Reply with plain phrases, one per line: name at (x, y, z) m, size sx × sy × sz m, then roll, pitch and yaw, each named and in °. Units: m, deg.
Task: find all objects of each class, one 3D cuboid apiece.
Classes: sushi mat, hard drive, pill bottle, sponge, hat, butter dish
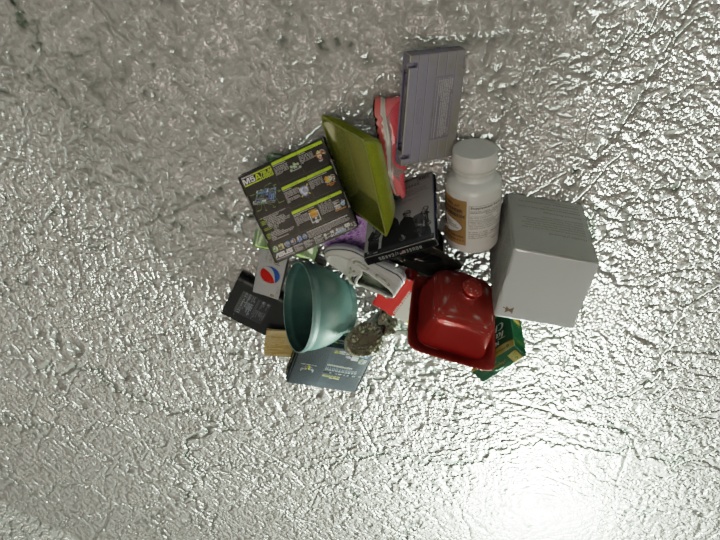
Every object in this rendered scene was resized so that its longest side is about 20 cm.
sushi mat at (-0.150, 0.190, 1.539) m, size 0.194 × 0.012 × 0.097 m, roll 6°, pitch 132°, yaw -12°
hard drive at (-0.236, 0.100, 1.507) m, size 0.196 × 0.033 × 0.141 m, roll 28°, pitch 125°, yaw -11°
pill bottle at (0.224, -0.149, 1.197) m, size 0.111 × 0.116 × 0.204 m, roll 1°, pitch 126°, yaw 8°
sponge at (-0.009, -0.077, 1.342) m, size 0.196 × 0.030 × 0.112 m, roll 28°, pitch 125°, yaw -11°
hat at (0.123, -0.059, 1.268) m, size 0.195 × 0.083 × 0.201 m, roll 12°, pitch 164°, yaw 3°
butter dish at (0.207, 0.075, 1.241) m, size 0.194 × 0.204 × 0.149 m, roll 15°, pitch 139°, yaw -5°

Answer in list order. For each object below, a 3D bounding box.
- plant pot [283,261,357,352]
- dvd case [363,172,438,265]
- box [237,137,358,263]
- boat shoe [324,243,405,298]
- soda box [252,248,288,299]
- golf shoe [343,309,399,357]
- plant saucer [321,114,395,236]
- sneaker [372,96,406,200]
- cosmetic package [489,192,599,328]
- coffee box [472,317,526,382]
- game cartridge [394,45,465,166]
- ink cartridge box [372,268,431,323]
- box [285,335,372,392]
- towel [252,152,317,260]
plant pot at (-0.087, 0.084, 1.389) m, size 0.131 × 0.203 × 0.203 m, roll 1°, pitch 133°, yaw -26°
dvd case at (0.081, -0.106, 1.198) m, size 0.147 × 0.203 × 0.025 m, roll -16°, pitch 131°, yaw 20°
box at (-0.126, -0.143, 1.238) m, size 0.195 × 0.048 × 0.197 m, roll -22°, pitch 101°, yaw 7°
boat shoe at (0.000, 0.000, 1.310) m, size 0.195 × 0.067 × 0.075 m, roll 17°, pitch 142°, yaw 20°
soda box at (-0.196, -0.035, 1.383) m, size 0.066 × 0.064 × 0.204 m, roll 16°, pitch 126°, yaw -3°
golf shoe at (0.011, 0.159, 1.417) m, size 0.096 × 0.198 × 0.080 m, roll -28°, pitch 88°, yaw 38°
plant saucer at (0.004, -0.196, 1.178) m, size 0.047 × 0.200 × 0.204 m, roll -26°, pitch 125°, yaw -15°
sneaker at (0.078, -0.237, 1.169) m, size 0.084 × 0.074 × 0.206 m, roll -10°, pitch 111°, yaw 4°
cosmetic package at (0.359, -0.023, 1.213) m, size 0.161 × 0.202 × 0.171 m, roll 9°, pitch 129°, yaw 2°
coffee box at (0.300, 0.137, 1.340) m, size 0.044 × 0.202 × 0.122 m, roll 38°, pitch 124°, yaw -21°
game cartridge at (0.127, -0.301, 1.108) m, size 0.127 × 0.038 × 0.205 m, roll -18°, pitch 128°, yaw -29°
ink cartridge box at (0.138, 0.066, 1.398) m, size 0.196 × 0.068 × 0.117 m, roll 27°, pitch 125°, yaw -11°
box at (-0.080, 0.234, 1.543) m, size 0.194 × 0.052 × 0.160 m, roll 12°, pitch 129°, yaw -16°
towel at (-0.144, -0.134, 1.274) m, size 0.145 × 0.031 × 0.206 m, roll 13°, pitch 102°, yaw 0°
